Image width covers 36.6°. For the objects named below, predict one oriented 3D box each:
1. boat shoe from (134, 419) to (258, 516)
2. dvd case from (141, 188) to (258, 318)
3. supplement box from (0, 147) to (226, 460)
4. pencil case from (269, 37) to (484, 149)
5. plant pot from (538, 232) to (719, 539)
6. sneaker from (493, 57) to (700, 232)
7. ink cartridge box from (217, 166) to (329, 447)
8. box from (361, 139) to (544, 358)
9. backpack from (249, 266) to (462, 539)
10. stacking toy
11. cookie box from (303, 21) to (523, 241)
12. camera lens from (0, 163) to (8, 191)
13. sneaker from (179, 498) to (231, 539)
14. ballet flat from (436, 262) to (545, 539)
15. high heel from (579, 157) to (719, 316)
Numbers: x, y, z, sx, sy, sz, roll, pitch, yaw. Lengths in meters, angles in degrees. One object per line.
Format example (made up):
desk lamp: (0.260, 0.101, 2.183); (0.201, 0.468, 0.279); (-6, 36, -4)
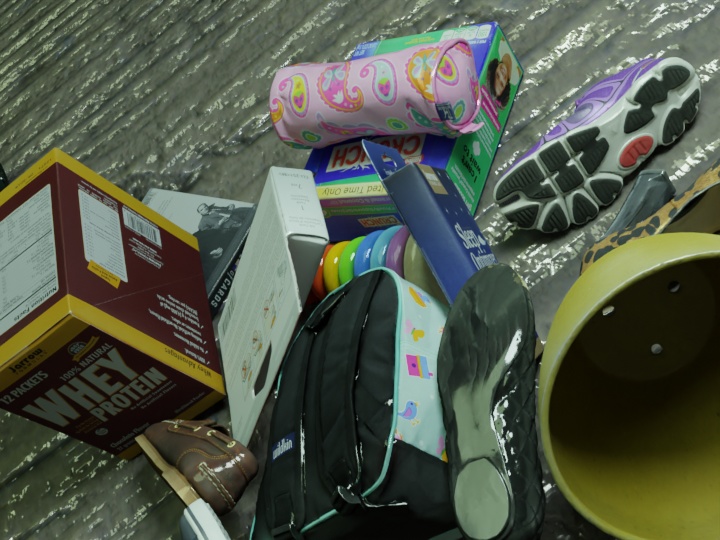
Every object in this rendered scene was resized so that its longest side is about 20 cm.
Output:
boat shoe: (-0.138, 0.162, 0.930); (0.070, 0.071, 0.200); (-42, 20, -16)
dvd case: (-0.201, -0.016, 1.181); (0.199, 0.025, 0.151); (11, 64, 43)
supplement box: (-0.251, 0.036, 1.022); (0.132, 0.197, 0.201); (-33, 49, 19)
pencil case: (0.013, -0.153, 0.972); (0.199, 0.087, 0.088); (0, 56, 36)
plant pot: (0.202, 0.057, 0.704); (0.199, 0.201, 0.142); (-33, 19, 11)
sneaker: (0.197, -0.108, 0.927); (0.199, 0.081, 0.083); (-36, 25, -3)
ink cartridge box: (-0.073, 0.042, 0.933); (0.174, 0.043, 0.201); (-107, 30, -44)
box: (0.072, -0.015, 0.816); (0.032, 0.121, 0.201); (-31, 84, 15)
backpack: (0.016, 0.109, 0.793); (0.176, 0.152, 0.201); (-41, 40, 40)
stacking toy: (0.000, 0.000, 0.973); (0.199, 0.085, 0.086); (-3, 55, 41)
cookie box: (0.047, -0.130, 1.044); (0.170, 0.075, 0.201); (-1, 57, 37)
camera lens: (-0.582, -0.096, 1.444); (0.199, 0.160, 0.161); (-31, 42, 13)
sneaker: (-0.096, 0.264, 0.773); (0.079, 0.079, 0.201); (-29, 67, -9)
ballet flat: (0.086, 0.088, 0.703); (0.066, 0.057, 0.201); (-10, 59, 26)
high heel: (0.252, -0.021, 0.787); (0.199, 0.071, 0.143); (-6, 45, 55)
